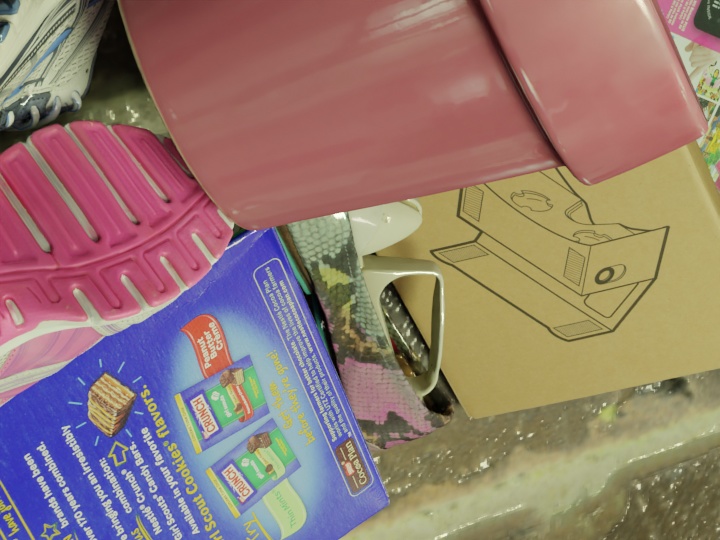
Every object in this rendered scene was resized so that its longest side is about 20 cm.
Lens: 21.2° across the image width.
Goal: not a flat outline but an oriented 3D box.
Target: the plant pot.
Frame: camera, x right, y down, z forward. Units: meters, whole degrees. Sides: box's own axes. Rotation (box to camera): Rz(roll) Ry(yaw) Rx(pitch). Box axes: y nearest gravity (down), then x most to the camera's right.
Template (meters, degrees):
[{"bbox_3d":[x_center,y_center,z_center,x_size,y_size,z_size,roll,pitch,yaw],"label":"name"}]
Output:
[{"bbox_3d":[0.013,-0.107,0.735,0.179,0.200,0.200,-22,125,12],"label":"plant pot"}]

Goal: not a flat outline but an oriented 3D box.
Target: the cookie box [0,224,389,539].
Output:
[{"bbox_3d":[-0.109,0.082,0.846,0.200,0.075,0.171,-33,123,-17],"label":"cookie box"}]

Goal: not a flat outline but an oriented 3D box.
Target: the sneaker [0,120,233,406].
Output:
[{"bbox_3d":[-0.143,0.009,0.738,0.200,0.088,0.081,-24,82,-21],"label":"sneaker"}]

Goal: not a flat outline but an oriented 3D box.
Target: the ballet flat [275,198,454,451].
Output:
[{"bbox_3d":[0.000,0.000,0.880,0.071,0.069,0.200,-16,125,5],"label":"ballet flat"}]

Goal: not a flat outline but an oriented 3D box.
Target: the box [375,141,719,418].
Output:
[{"bbox_3d":[0.088,-0.018,0.898,0.163,0.021,0.200,-13,127,24],"label":"box"}]

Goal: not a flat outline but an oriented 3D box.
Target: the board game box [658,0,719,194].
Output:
[{"bbox_3d":[0.182,-0.083,0.972,0.200,0.064,0.148,16,101,-36],"label":"board game box"}]

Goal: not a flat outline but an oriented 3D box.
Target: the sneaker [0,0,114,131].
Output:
[{"bbox_3d":[-0.138,-0.080,0.732,0.200,0.077,0.085,-56,147,-32],"label":"sneaker"}]
